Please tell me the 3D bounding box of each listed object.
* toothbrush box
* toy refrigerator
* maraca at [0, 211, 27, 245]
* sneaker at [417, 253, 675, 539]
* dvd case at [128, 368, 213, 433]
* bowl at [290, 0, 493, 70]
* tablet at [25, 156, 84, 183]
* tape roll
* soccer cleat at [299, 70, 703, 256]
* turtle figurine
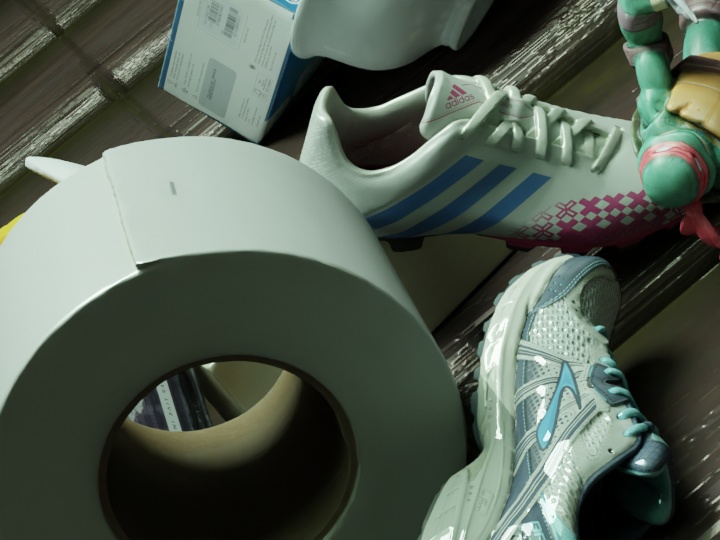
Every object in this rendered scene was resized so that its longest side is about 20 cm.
[{"bbox_3d":[-0.040,-0.206,1.335,0.200,0.085,0.146,-55,-6,-32],"label":"toothbrush box"},{"bbox_3d":[0.000,0.000,1.031,0.200,0.076,0.070,-45,27,-14],"label":"toy refrigerator"},{"bbox_3d":[-0.174,0.012,1.205,0.137,0.107,0.200,-27,6,-1],"label":"maraca"},{"bbox_3d":[0.092,0.074,0.817,0.086,0.078,0.200,-6,45,28],"label":"sneaker"},{"bbox_3d":[-0.146,0.058,1.047,0.016,0.149,0.200,-24,13,-38],"label":"dvd case"},{"bbox_3d":[0.045,-0.199,1.240,0.201,0.090,0.201,-60,-6,-10],"label":"bowl"},{"bbox_3d":[-0.111,-0.037,1.188,0.200,0.130,0.014,22,97,61],"label":"tablet"},{"bbox_3d":[-0.066,0.057,0.879,0.203,0.203,0.139,-36,25,4],"label":"tape roll"},{"bbox_3d":[0.070,-0.054,0.943,0.200,0.086,0.070,-4,41,-1],"label":"soccer cleat"},{"bbox_3d":[0.167,-0.084,0.909,0.101,0.150,0.200,-48,4,41],"label":"turtle figurine"}]
